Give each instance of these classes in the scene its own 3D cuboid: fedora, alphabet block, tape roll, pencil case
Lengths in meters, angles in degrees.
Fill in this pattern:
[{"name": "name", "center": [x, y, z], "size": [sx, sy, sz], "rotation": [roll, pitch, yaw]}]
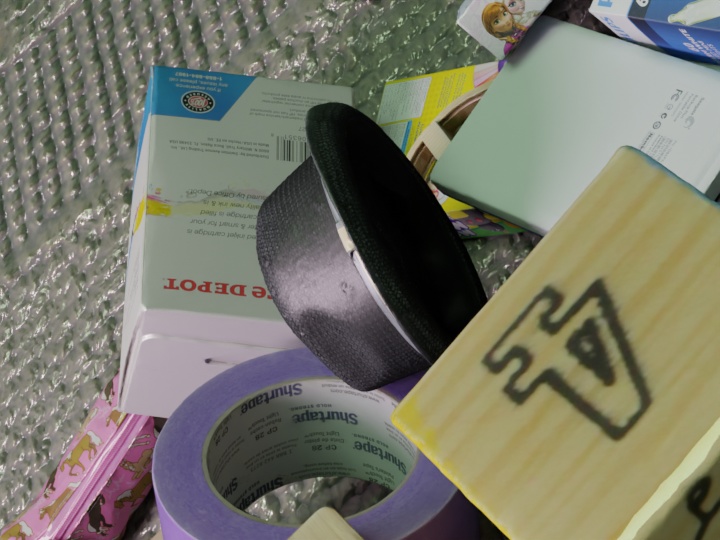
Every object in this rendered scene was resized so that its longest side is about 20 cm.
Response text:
[{"name": "fedora", "center": [0.000, 0.000, 1.341], "size": [0.091, 0.200, 0.202], "rotation": [-30, 46, 19]}, {"name": "alphabet block", "center": [0.173, 0.090, 1.153], "size": [0.200, 0.195, 0.196], "rotation": [-49, 39, 0]}, {"name": "tape roll", "center": [-0.026, 0.141, 1.340], "size": [0.198, 0.086, 0.201], "rotation": [-4, 36, 3]}, {"name": "pencil case", "center": [-0.179, 0.136, 1.585], "size": [0.201, 0.083, 0.086], "rotation": [-56, 41, 0]}]

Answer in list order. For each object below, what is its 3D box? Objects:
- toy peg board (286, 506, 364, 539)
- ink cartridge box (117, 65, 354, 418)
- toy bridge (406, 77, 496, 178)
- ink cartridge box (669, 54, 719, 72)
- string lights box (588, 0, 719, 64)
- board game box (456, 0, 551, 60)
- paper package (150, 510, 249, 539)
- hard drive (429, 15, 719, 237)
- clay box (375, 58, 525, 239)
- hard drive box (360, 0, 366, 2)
[{"name": "toy peg board", "center": [-0.029, 0.250, 1.147], "size": [0.199, 0.098, 0.200], "rotation": [-43, 68, -8]}, {"name": "ink cartridge box", "center": [-0.086, -0.013, 1.498], "size": [0.145, 0.146, 0.202], "rotation": [110, 164, -55]}, {"name": "toy bridge", "center": [0.063, -0.073, 1.442], "size": [0.200, 0.027, 0.067], "rotation": [-48, 42, 12]}, {"name": "ink cartridge box", "center": [0.224, -0.097, 1.340], "size": [0.200, 0.059, 0.104], "rotation": [-47, 43, 12]}, {"name": "string lights box", "center": [0.240, -0.173, 1.279], "size": [0.199, 0.059, 0.104], "rotation": [16, 80, 47]}, {"name": "board game box", "center": [0.141, -0.234, 1.448], "size": [0.200, 0.041, 0.200], "rotation": [-50, 3, 9]}, {"name": "paper package", "center": [-0.098, 0.276, 1.393], "size": [0.191, 0.103, 0.200], "rotation": [-49, 39, 10]}, {"name": "hard drive", "center": [0.146, -0.076, 1.317], "size": [0.199, 0.025, 0.132], "rotation": [26, 77, 47]}, {"name": "clay box", "center": [0.090, -0.083, 1.479], "size": [0.199, 0.047, 0.116], "rotation": [-5, 63, 42]}, {"name": "hard drive box", "center": [0.062, -0.311, 1.635], "size": [0.199, 0.077, 0.157], "rotation": [-16, 55, 38]}]
